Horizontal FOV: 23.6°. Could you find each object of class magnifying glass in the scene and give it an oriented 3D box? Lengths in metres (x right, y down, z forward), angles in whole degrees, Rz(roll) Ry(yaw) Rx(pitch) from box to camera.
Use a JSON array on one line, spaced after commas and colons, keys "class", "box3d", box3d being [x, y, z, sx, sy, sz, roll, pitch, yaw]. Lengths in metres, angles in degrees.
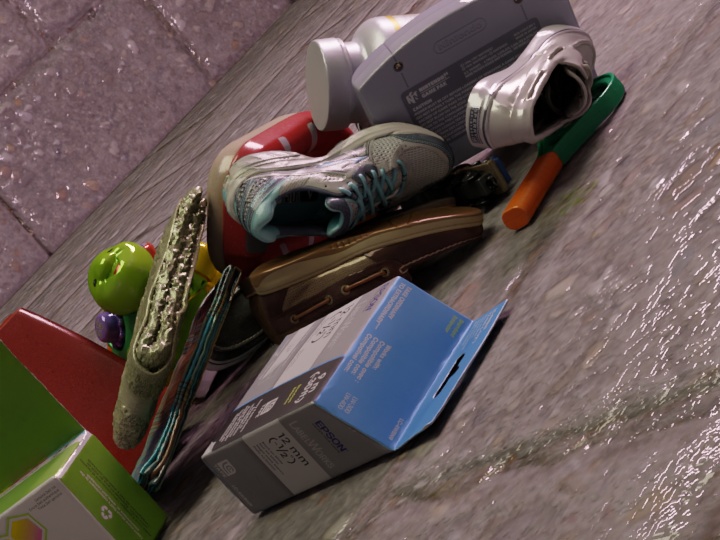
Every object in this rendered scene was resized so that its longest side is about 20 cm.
[{"class": "magnifying glass", "box3d": [0.161, -0.098, 1.392, 0.079, 0.022, 0.200, -30, 16, 43]}]

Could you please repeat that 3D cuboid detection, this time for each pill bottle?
[{"class": "pill bottle", "box3d": [0.055, -0.175, 1.547, 0.198, 0.113, 0.112, -7, 5, -15]}]

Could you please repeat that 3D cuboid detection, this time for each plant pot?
[{"class": "plant pot", "box3d": [-0.309, 0.155, 1.572, 0.200, 0.176, 0.199, -50, 10, -36]}]

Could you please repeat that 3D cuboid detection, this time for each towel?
[{"class": "towel", "box3d": [-0.156, 0.104, 1.465, 0.147, 0.022, 0.202, 134, 158, -65]}, {"class": "towel", "box3d": [-0.173, 0.040, 1.470, 0.149, 0.036, 0.202, 116, 166, -51]}]

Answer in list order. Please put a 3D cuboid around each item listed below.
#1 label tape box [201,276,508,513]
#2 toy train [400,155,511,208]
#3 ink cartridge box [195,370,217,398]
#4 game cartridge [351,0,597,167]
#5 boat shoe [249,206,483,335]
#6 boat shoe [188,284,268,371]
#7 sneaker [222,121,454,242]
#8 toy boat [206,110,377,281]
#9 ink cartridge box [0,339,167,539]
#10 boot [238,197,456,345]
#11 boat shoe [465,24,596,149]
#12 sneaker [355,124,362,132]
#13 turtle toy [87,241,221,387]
[{"class": "label tape box", "box3d": [-0.005, 0.077, 1.207, 0.199, 0.066, 0.144, -32, 16, 44]}, {"class": "toy train", "box3d": [0.083, -0.073, 1.514, 0.046, 0.034, 0.200, -34, 9, -18]}, {"class": "ink cartridge box", "box3d": [-0.121, 0.050, 1.733, 0.201, 0.047, 0.160, -64, 19, -15]}, {"class": "game cartridge", "box3d": [0.097, -0.171, 1.476, 0.199, 0.134, 0.041, -29, 35, -2]}, {"class": "boat shoe", "box3d": [0.011, 0.003, 1.400, 0.198, 0.073, 0.072, -18, 8, 7]}, {"class": "boat shoe", "box3d": [-0.083, 0.014, 1.625, 0.200, 0.072, 0.071, -45, 9, -22]}, {"class": "sneaker", "box3d": [-0.010, -0.061, 1.429, 0.198, 0.078, 0.086, -15, 34, -11]}, {"class": "toy boat", "box3d": [-0.045, -0.063, 1.539, 0.129, 0.132, 0.200, 12, 25, 23]}, {"class": "ink cartridge box", "box3d": [-0.277, 0.180, 1.373, 0.147, 0.200, 0.076, -35, 14, 27]}, {"class": "boot", "box3d": [0.000, 0.000, 1.468, 0.198, 0.076, 0.074, -27, -2, 3]}, {"class": "boat shoe", "box3d": [0.155, -0.148, 1.386, 0.065, 0.073, 0.200, 9, 23, 29]}, {"class": "sneaker", "box3d": [0.016, -0.124, 1.743, 0.078, 0.090, 0.200, -28, 20, 48]}, {"class": "turtle toy", "box3d": [-0.203, 0.032, 1.650, 0.200, 0.100, 0.147, 82, -149, -72]}]
